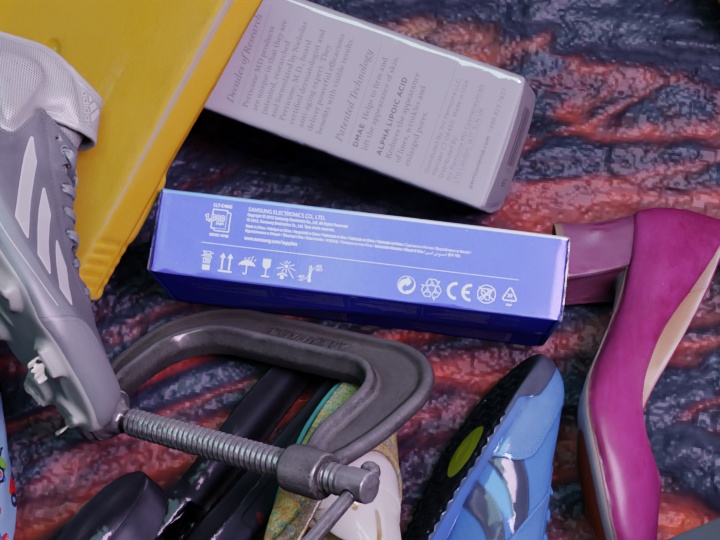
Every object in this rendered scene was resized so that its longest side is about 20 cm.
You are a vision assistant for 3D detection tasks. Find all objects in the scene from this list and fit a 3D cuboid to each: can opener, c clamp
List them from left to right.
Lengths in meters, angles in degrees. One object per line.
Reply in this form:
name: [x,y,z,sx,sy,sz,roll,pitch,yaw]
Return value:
can opener: [-0.069,0.110,0.774,0.063,0.079,0.200,37,62,23]
c clamp: [-0.057,0.066,0.741,0.199,0.027,0.171,14,37,40]

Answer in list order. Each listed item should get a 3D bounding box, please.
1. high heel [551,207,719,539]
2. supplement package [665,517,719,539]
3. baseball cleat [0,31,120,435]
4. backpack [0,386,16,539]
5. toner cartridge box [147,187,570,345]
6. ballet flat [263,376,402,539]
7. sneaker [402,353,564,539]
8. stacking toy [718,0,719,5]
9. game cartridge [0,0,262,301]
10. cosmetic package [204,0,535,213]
high heel: [0.153,0.057,0.794,0.095,0.067,0.201,-4,67,0]
supplement package: [0.230,0.186,0.643,0.190,0.200,0.148,18,66,-12]
baseball cleat: [-0.146,-0.029,0.732,0.106,0.070,0.201,-33,96,-29]
backpack: [-0.258,0.077,0.747,0.181,0.135,0.201,-13,70,-5]
toner cartridge box: [0.000,0.000,0.799,0.199,0.095,0.043,7,81,2]
ballet flat: [-0.018,0.144,0.751,0.070,0.071,0.201,25,72,10]
sneaker: [0.062,0.138,0.767,0.078,0.066,0.201,31,67,-7]
stacking toy: [0.237,-0.176,0.885,0.145,0.146,0.201,-13,86,-6]
game cartridge: [-0.145,-0.107,0.804,0.176,0.032,0.201,41,109,33]
cosmetic package: [-0.013,-0.096,0.833,0.199,0.102,0.074,19,94,9]
